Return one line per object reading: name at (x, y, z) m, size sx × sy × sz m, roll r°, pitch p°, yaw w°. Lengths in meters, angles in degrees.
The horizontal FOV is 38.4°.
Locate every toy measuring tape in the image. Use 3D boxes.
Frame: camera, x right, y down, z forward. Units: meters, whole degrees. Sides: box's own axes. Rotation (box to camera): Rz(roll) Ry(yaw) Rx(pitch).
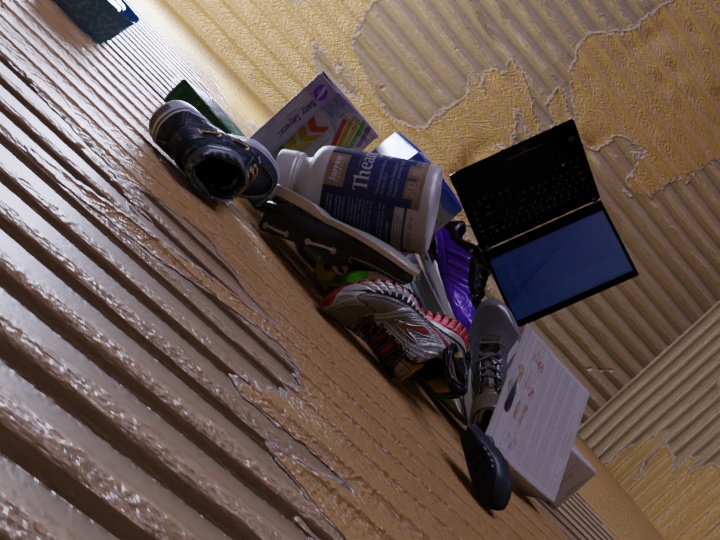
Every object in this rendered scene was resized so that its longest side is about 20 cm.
toy measuring tape at (0.000, 0.000, 1.282) m, size 0.074 × 0.074 × 0.200 m, roll 49°, pitch 24°, yaw 23°

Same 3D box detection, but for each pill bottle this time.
pill bottle at (-0.006, -0.091, 1.261) m, size 0.199 × 0.112 × 0.111 m, roll 11°, pitch 1°, yaw 8°

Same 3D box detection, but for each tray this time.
tray at (0.097, 0.057, 1.394) m, size 0.200 × 0.022 × 0.108 m, roll -112°, pitch 179°, yaw -61°

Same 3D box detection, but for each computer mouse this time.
computer mouse at (0.124, 0.158, 1.090) m, size 0.059 × 0.034 × 0.201 m, roll 35°, pitch 33°, yaw -47°

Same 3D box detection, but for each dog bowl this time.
dog bowl at (-0.341, -0.341, 1.312) m, size 0.111 × 0.050 × 0.200 m, roll 46°, pitch 6°, yaw -16°

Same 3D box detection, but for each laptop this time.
laptop at (0.239, -0.060, 1.344) m, size 0.103 × 0.176 × 0.201 m, roll -106°, pitch 171°, yaw -59°

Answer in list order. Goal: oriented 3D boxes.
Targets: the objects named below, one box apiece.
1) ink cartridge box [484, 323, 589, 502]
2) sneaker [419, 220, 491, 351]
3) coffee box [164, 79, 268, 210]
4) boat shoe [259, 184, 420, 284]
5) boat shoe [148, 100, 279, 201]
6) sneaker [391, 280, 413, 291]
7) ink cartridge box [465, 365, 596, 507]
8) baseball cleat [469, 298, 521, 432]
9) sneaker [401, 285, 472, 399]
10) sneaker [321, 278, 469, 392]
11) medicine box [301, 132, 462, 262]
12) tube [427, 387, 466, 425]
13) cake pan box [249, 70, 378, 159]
ink cartridge box at (0.213, 0.181, 1.314) m, size 0.057 × 0.163 × 0.200 m, roll 2°, pitch -30°, yaw 45°
sneaker at (0.146, 0.013, 1.419) m, size 0.070 × 0.099 × 0.201 m, roll 65°, pitch 4°, yaw -65°
coffee box at (-0.167, -0.160, 1.386) m, size 0.200 × 0.044 × 0.123 m, roll 48°, pitch 5°, yaw 14°
boat shoe at (-0.027, -0.028, 1.169) m, size 0.199 × 0.061 × 0.074 m, roll 30°, pitch 3°, yaw 15°
boat shoe at (-0.138, -0.102, 1.094) m, size 0.091 × 0.071 × 0.200 m, roll 52°, pitch 13°, yaw 31°
sneaker at (0.045, 0.026, 1.549) m, size 0.115 × 0.075 × 0.200 m, roll 47°, pitch 8°, yaw -31°
ink cartridge box at (0.232, 0.231, 1.491) m, size 0.200 × 0.084 × 0.146 m, roll 42°, pitch 8°, yaw -38°
baseball cleat at (0.172, 0.137, 1.319) m, size 0.106 × 0.069 × 0.201 m, roll -1°, pitch 87°, yaw -78°
sneaker at (0.059, 0.092, 1.300) m, size 0.200 × 0.078 × 0.086 m, roll 44°, pitch -30°, yaw 37°
sneaker at (0.043, 0.073, 1.150) m, size 0.199 × 0.078 × 0.083 m, roll 27°, pitch 52°, yaw -27°
medicine box at (0.018, -0.079, 1.416) m, size 0.103 × 0.200 × 0.182 m, roll 50°, pitch 4°, yaw -17°
tube at (0.090, 0.123, 1.368) m, size 0.058 × 0.052 × 0.200 m, roll -2°, pitch 47°, yaw -39°
cake pan box at (-0.079, -0.186, 1.543) m, size 0.052 × 0.184 × 0.200 m, roll 53°, pitch 6°, yaw 21°
